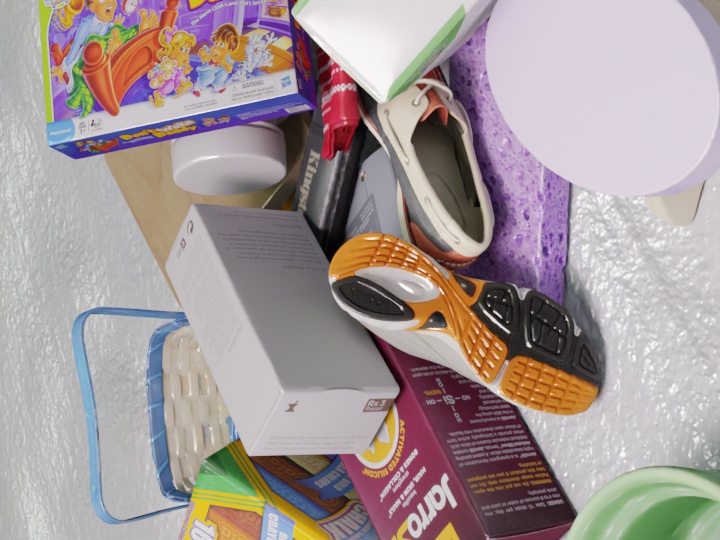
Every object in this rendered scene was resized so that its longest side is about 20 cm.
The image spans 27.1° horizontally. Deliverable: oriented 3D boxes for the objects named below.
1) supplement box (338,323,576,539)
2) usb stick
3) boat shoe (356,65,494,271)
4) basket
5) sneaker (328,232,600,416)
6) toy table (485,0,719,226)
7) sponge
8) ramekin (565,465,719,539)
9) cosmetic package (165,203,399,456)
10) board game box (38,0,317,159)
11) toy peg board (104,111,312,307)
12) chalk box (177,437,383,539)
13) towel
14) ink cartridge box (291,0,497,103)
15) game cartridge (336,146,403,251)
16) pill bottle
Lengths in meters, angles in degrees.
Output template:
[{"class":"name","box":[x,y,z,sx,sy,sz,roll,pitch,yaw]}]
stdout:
[{"class":"supplement box","box":[0.056,0.135,1.088,0.111,0.085,0.200,-57,49,39]},{"class":"usb stick","box":[-0.029,-0.067,1.174,0.055,0.033,0.201,27,110,43]},{"class":"boat shoe","box":[0.045,-0.098,1.049,0.063,0.071,0.201,144,114,-64]},{"class":"basket","box":[-0.147,0.115,1.271,0.139,0.199,0.177,-16,80,54]},{"class":"sneaker","box":[0.073,0.040,1.034,0.076,0.199,0.092,-59,-7,-11]},{"class":"toy table","box":[0.176,-0.112,0.879,0.200,0.117,0.185,49,130,42]},{"class":"sponge","box":[0.103,-0.076,1.059,0.111,0.030,0.201,12,101,55]},{"class":"ramekin","box":[0.214,0.208,0.860,0.200,0.097,0.201,5,97,54]},{"class":"cosmetic package","box":[-0.062,0.041,1.095,0.074,0.101,0.200,-62,39,34]},{"class":"board game box","box":[-0.138,-0.169,1.106,0.199,0.045,0.135,-10,77,16]},{"class":"toy peg board","box":[-0.105,-0.098,1.318,0.199,0.098,0.200,-49,53,24]},{"class":"chalk box","box":[-0.026,0.221,1.148,0.199,0.124,0.125,30,119,21]},{"class":"towel","box":[-0.024,-0.186,1.060,0.145,0.022,0.201,133,131,-84]},{"class":"ink cartridge box","box":[0.055,-0.199,0.944,0.084,0.200,0.146,43,112,-1]},{"class":"game cartridge","box":[0.000,0.000,1.180,0.200,0.040,0.134,-54,42,45]},{"class":"pill bottle","box":[-0.111,-0.169,1.187,0.120,0.119,0.201,-28,63,52]}]
